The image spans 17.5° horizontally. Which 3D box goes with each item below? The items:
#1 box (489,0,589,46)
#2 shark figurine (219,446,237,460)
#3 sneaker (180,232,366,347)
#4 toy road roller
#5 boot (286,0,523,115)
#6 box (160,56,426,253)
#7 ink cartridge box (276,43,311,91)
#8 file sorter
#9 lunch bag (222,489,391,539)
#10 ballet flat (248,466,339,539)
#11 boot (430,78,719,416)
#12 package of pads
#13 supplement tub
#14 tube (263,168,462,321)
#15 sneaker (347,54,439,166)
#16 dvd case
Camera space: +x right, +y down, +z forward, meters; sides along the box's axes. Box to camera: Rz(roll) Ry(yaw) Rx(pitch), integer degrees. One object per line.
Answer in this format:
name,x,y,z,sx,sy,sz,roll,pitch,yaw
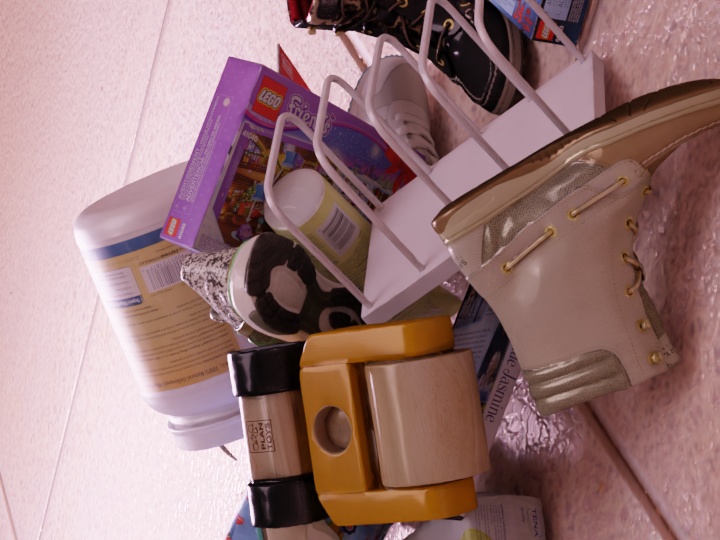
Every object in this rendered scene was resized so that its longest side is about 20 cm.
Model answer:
box,0.121,-0.259,1.673,0.200,0.037,0.137,-125,46,-60
shark figurine,-0.107,0.062,1.946,0.089,0.128,0.215,43,116,33
sneaker,-0.059,0.029,1.644,0.088,0.200,0.077,8,65,31
toy road roller,0.017,0.095,1.539,0.199,0.146,0.124,-8,92,40
boot,0.030,-0.186,1.731,0.200,0.150,0.073,-110,34,-50
box,-0.045,-0.054,1.686,0.039,0.200,0.138,17,84,41
ink cartridge box,-0.028,-0.070,1.865,0.200,0.044,0.178,49,-139,-75
file sorter,0.047,-0.090,1.543,0.200,0.125,0.139,-36,23,24
lunch bag,-0.019,0.201,1.750,0.094,0.200,0.151,34,110,20
ballet flat,-0.038,0.220,1.620,0.069,0.069,0.202,-160,64,-68
boot,0.163,-0.014,1.427,0.155,0.199,0.072,61,-168,-3
package of pads,0.069,0.250,1.626,0.200,0.068,0.156,135,135,-58
supplement tub,-0.125,0.024,1.824,0.201,0.144,0.145,68,162,-11
tube,0.000,0.000,1.687,0.058,0.200,0.052,-3,58,34
sneaker,0.036,-0.073,1.811,0.081,0.076,0.201,-16,67,47
dvd case,0.078,0.077,1.623,0.201,0.017,0.143,-68,13,-11
